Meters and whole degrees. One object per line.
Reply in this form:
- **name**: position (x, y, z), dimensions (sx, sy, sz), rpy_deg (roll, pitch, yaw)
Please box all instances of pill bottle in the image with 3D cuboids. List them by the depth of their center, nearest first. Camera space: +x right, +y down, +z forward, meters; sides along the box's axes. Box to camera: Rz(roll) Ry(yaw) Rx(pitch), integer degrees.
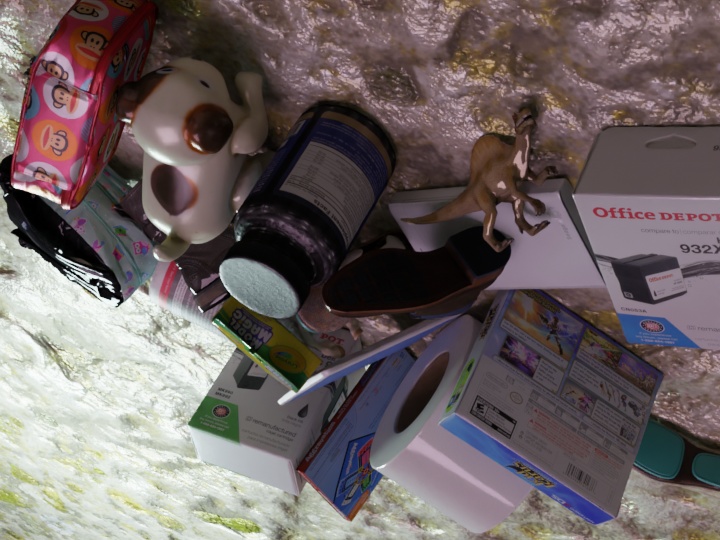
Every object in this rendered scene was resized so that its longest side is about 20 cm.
- **pill bottle**: position (-0.053, -0.056, 1.171), dimensions (0.111, 0.200, 0.112), rpy_deg (20, 146, 14)
- **pill bottle**: position (-0.139, 0.030, 1.439), dimensions (0.199, 0.111, 0.111), rpy_deg (26, 148, 5)

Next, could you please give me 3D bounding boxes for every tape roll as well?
- **tape roll**: position (0.121, 0.170, 1.352), dimensions (0.139, 0.203, 0.203), rpy_deg (34, 147, -8)

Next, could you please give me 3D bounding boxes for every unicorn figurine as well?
- **unicorn figurine**: position (-0.050, 0.021, 1.289), dimensions (0.137, 0.200, 0.074), rpy_deg (39, 116, 0)

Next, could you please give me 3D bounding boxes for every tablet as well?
- **tablet**: position (0.010, 0.094, 1.357), dimensions (0.130, 0.199, 0.014), rpy_deg (-37, 77, 55)

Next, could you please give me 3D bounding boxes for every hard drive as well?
- **hard drive**: position (0.139, -0.032, 1.223), dimensions (0.199, 0.026, 0.132), rpy_deg (-1, 136, 39)

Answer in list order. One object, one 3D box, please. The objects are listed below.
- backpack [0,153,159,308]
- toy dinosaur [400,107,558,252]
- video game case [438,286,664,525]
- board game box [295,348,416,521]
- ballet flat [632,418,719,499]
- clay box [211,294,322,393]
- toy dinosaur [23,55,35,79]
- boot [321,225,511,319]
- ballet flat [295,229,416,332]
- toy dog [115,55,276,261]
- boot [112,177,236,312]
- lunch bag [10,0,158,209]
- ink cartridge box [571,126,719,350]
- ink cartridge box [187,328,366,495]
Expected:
- **backpack**: position (-0.323, -0.056, 1.437), dimensions (0.200, 0.127, 0.167), rpy_deg (39, 161, 12)
- **toy dinosaur**: position (0.126, -0.073, 1.138), dimensions (0.200, 0.058, 0.101), rpy_deg (-46, 67, 45)
- **video game case**: position (0.201, 0.133, 1.258), dimensions (0.200, 0.182, 0.045), rpy_deg (34, 148, -8)
- **board game box**: position (0.013, 0.191, 1.464), dimensions (0.019, 0.200, 0.103), rpy_deg (7, 144, 52)
- **ballet flat**: position (0.362, 0.222, 1.371), dimensions (0.199, 0.068, 0.062), rpy_deg (22, 157, 11)
- **clay box**: position (-0.101, 0.074, 1.282), dimensions (0.115, 0.048, 0.200), rpy_deg (41, 172, -4)
- **toy dinosaur**: position (-0.325, -0.192, 1.340), dimensions (0.199, 0.048, 0.088), rpy_deg (1, 145, 41)
- **boot**: position (0.049, 0.026, 1.183), dimensions (0.075, 0.199, 0.097), rpy_deg (63, 155, 28)
- **ballet flat**: position (0.000, 0.000, 1.237), dimensions (0.068, 0.200, 0.067), rpy_deg (50, 123, 0)
- **toy dog**: position (-0.172, -0.125, 1.186), dimensions (0.139, 0.194, 0.200), rpy_deg (30, 157, 15)
- **boot**: position (-0.161, -0.067, 1.343), dimensions (0.200, 0.069, 0.175), rpy_deg (-35, 88, 14)
- **lunch bag**: position (-0.267, -0.177, 1.194), dimensions (0.082, 0.176, 0.201), rpy_deg (23, 126, -5)
- **ink cartridge box**: position (0.287, -0.024, 1.067), dimensions (0.144, 0.084, 0.200), rpy_deg (4, 140, 34)
- **ink cartridge box**: position (-0.099, 0.155, 1.501), dimensions (0.145, 0.200, 0.084), rpy_deg (15, 142, 20)
